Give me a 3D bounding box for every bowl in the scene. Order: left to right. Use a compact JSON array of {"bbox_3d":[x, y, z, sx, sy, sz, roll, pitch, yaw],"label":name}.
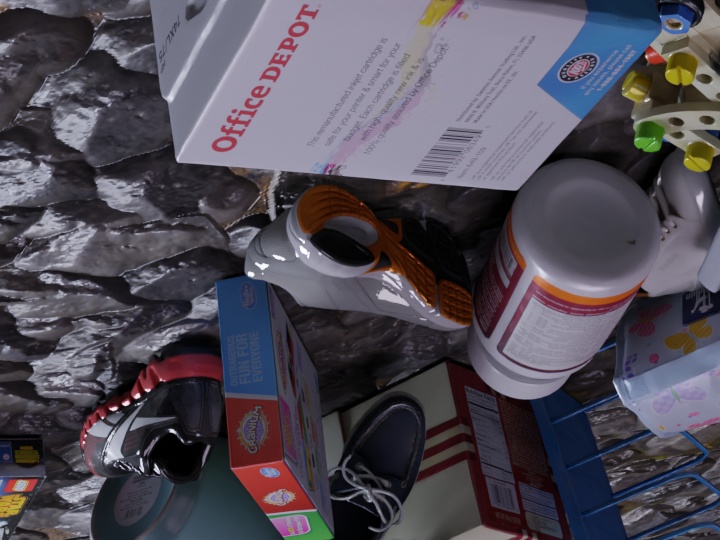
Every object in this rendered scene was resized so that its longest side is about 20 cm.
[{"bbox_3d":[-0.165,0.223,1.345,0.200,0.202,0.105,-28,130,28],"label":"bowl"}]

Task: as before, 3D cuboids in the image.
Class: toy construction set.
[{"bbox_3d":[0.174,-0.132,0.907,0.199,0.093,0.131,17,162,-37],"label":"toy construction set"}]

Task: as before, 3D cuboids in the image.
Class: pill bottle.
[{"bbox_3d":[0.144,0.013,1.133,0.108,0.110,0.200,-5,152,-13],"label":"pill bottle"}]

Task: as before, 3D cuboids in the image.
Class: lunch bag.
[{"bbox_3d":[0.312,0.056,1.242,0.169,0.128,0.199,-27,170,29],"label":"lunch bag"}]

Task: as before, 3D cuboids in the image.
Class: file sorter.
[{"bbox_3d":[0.254,0.179,1.398,0.122,0.201,0.139,-26,150,18],"label":"file sorter"}]

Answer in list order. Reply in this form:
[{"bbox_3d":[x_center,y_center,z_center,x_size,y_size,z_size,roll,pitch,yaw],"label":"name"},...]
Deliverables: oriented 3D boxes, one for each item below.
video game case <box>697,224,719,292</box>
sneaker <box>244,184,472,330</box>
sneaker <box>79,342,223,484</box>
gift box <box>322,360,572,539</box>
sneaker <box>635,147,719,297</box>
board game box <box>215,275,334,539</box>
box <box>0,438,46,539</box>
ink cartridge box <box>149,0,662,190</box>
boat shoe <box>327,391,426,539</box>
[{"bbox_3d":[0.314,-0.087,1.017,0.182,0.022,0.200,-38,159,-19],"label":"video game case"},{"bbox_3d":[0.000,0.000,1.106,0.092,0.076,0.199,-24,144,37],"label":"sneaker"},{"bbox_3d":[-0.175,0.142,1.259,0.070,0.099,0.200,8,148,-37],"label":"sneaker"},{"bbox_3d":[0.065,0.216,1.396,0.186,0.202,0.184,-27,144,30],"label":"gift box"},{"bbox_3d":[0.224,-0.025,1.133,0.084,0.073,0.200,-15,154,1],"label":"sneaker"},{"bbox_3d":[-0.065,0.113,1.190,0.040,0.154,0.200,-10,152,6],"label":"board game box"},{"bbox_3d":[-0.374,0.209,1.366,0.136,0.040,0.200,4,149,-26],"label":"box"},{"bbox_3d":[0.012,-0.143,0.743,0.198,0.147,0.147,3,150,-27],"label":"ink cartridge box"},{"bbox_3d":[-0.002,0.198,1.286,0.075,0.201,0.062,32,-179,0],"label":"boat shoe"}]
